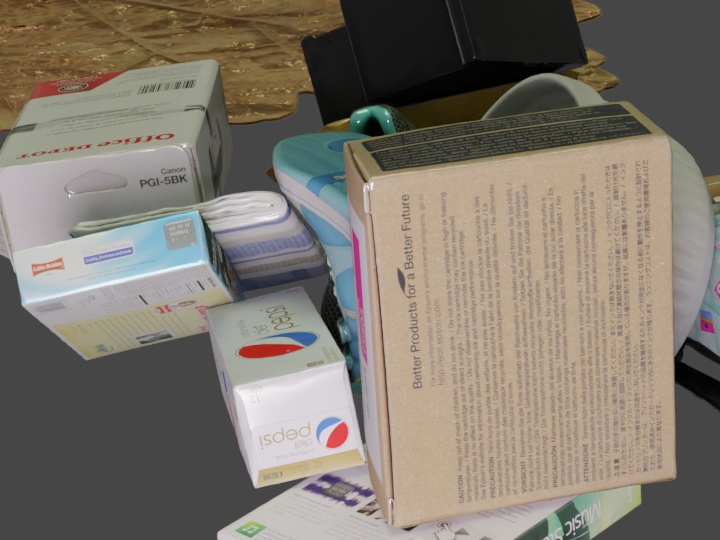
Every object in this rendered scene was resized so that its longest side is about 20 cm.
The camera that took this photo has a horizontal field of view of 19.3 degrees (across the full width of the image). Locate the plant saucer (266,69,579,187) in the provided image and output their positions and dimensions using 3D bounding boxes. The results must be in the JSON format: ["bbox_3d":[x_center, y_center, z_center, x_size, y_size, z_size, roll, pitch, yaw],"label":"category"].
[{"bbox_3d":[0.048,-0.090,1.597,0.199,0.049,0.200,-13,-4,-18],"label":"plant saucer"}]

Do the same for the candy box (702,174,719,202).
[{"bbox_3d":[0.278,-0.025,1.458,0.199,0.056,0.116,-10,25,-11],"label":"candy box"}]

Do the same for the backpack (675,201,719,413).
[{"bbox_3d":[0.278,0.026,1.255,0.166,0.127,0.200,-11,27,-21],"label":"backpack"}]

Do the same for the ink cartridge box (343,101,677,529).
[{"bbox_3d":[0.081,0.022,1.126,0.164,0.201,0.075,-7,23,-9],"label":"ink cartridge box"}]

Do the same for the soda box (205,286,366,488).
[{"bbox_3d":[-0.048,0.066,1.265,0.068,0.064,0.200,-13,13,-6],"label":"soda box"}]

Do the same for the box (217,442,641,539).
[{"bbox_3d":[0.041,0.137,1.168,0.144,0.037,0.200,16,33,41],"label":"box"}]

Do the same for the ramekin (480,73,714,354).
[{"bbox_3d":[0.127,-0.009,1.285,0.105,0.201,0.200,18,14,-23],"label":"ramekin"}]

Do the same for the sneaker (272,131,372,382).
[{"bbox_3d":[0.000,0.000,1.281,0.079,0.131,0.200,-10,27,-19],"label":"sneaker"}]

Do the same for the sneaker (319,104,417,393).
[{"bbox_3d":[0.002,-0.020,1.375,0.077,0.091,0.201,-4,61,25],"label":"sneaker"}]

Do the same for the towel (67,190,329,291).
[{"bbox_3d":[-0.102,-0.013,1.406,0.146,0.024,0.200,-10,-13,7],"label":"towel"}]

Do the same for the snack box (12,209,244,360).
[{"bbox_3d":[-0.141,0.013,1.341,0.115,0.037,0.200,-13,-12,1],"label":"snack box"}]

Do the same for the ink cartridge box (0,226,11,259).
[{"bbox_3d":[-0.172,-0.041,1.612,0.176,0.045,0.200,-24,29,-34],"label":"ink cartridge box"}]

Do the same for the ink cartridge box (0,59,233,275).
[{"bbox_3d":[-0.175,-0.077,1.530,0.146,0.083,0.200,-7,22,5],"label":"ink cartridge box"}]

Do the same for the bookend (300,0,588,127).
[{"bbox_3d":[0.031,-0.163,1.526,0.199,0.093,0.198,-18,-4,29],"label":"bookend"}]
